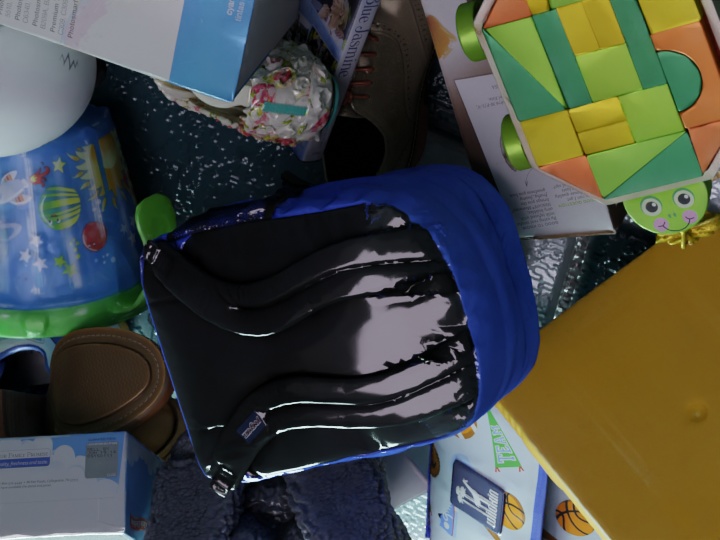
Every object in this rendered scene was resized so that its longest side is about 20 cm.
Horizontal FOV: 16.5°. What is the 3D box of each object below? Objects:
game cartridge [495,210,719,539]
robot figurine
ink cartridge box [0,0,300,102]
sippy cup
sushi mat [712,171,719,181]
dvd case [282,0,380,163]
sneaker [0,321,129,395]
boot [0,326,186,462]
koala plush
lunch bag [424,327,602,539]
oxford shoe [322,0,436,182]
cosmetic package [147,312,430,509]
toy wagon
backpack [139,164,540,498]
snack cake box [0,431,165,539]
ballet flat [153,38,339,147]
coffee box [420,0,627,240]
[{"bbox_3d":[0.197,0.088,1.457,0.200,0.176,0.032,51,172,24],"label":"game cartridge"},{"bbox_3d":[-0.231,-0.167,1.523,0.150,0.200,0.125,-8,158,-11],"label":"robot figurine"},{"bbox_3d":[-0.133,-0.202,1.391,0.200,0.129,0.125,19,122,6],"label":"ink cartridge box"},{"bbox_3d":[-0.203,-0.039,1.629,0.177,0.140,0.131,-4,110,4],"label":"sippy cup"},{"bbox_3d":[0.156,-0.130,1.465,0.096,0.012,0.200,-20,110,36],"label":"sushi mat"},{"bbox_3d":[-0.033,-0.184,1.467,0.143,0.018,0.200,55,139,35],"label":"dvd case"},{"bbox_3d":[-0.260,0.064,1.742,0.200,0.088,0.075,-12,116,32],"label":"sneaker"},{"bbox_3d":[-0.145,0.094,1.635,0.155,0.074,0.200,14,157,-41],"label":"boot"},{"bbox_3d":[-0.036,0.185,1.595,0.177,0.184,0.200,-11,136,9],"label":"koala plush"},{"bbox_3d":[0.139,0.132,1.562,0.199,0.124,0.170,9,121,12],"label":"lunch bag"},{"bbox_3d":[0.008,-0.127,1.498,0.070,0.075,0.200,10,124,20],"label":"oxford shoe"},{"bbox_3d":[-0.035,0.070,1.648,0.101,0.071,0.200,-29,105,35],"label":"cosmetic package"},{"bbox_3d":[0.146,-0.094,1.323,0.155,0.040,0.200,-13,115,23],"label":"toy wagon"},{"bbox_3d":[0.002,0.015,1.415,0.200,0.168,0.163,-12,104,35],"label":"backpack"},{"bbox_3d":[-0.175,0.161,1.609,0.115,0.067,0.200,-5,162,11],"label":"snack cake box"},{"bbox_3d":[-0.087,-0.123,1.487,0.200,0.064,0.076,22,109,54],"label":"ballet flat"},{"bbox_3d":[0.100,-0.130,1.410,0.080,0.114,0.200,-5,117,27],"label":"coffee box"}]
